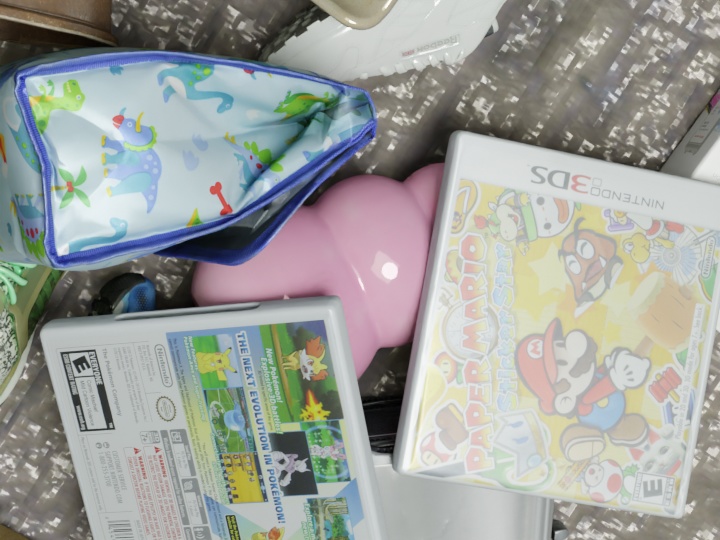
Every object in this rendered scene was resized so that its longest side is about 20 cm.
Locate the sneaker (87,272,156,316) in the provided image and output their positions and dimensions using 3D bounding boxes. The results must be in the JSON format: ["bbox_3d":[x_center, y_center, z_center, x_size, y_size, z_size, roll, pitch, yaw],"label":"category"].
[{"bbox_3d":[-0.119,0.093,1.047,0.089,0.078,0.202,-13,111,-12],"label":"sneaker"}]

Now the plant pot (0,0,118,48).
[{"bbox_3d":[-0.220,-0.236,0.915,0.198,0.200,0.200,8,93,-6],"label":"plant pot"}]

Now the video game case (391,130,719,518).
[{"bbox_3d":[0.122,0.034,0.979,0.180,0.023,0.202,10,90,-13],"label":"video game case"}]

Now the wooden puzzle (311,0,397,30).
[{"bbox_3d":[-0.009,-0.268,0.955,0.185,0.046,0.200,39,94,19],"label":"wooden puzzle"}]

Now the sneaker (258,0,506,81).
[{"bbox_3d":[0.027,-0.151,1.009,0.199,0.076,0.081,-31,111,3],"label":"sneaker"}]

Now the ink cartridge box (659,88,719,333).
[{"bbox_3d":[0.263,-0.058,1.046,0.116,0.068,0.201,34,96,-10],"label":"ink cartridge box"}]

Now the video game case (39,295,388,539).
[{"bbox_3d":[-0.081,0.116,0.974,0.181,0.022,0.202,-5,110,16],"label":"video game case"}]

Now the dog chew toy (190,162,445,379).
[{"bbox_3d":[0.000,0.000,1.012,0.199,0.125,0.125,-26,102,-8],"label":"dog chew toy"}]

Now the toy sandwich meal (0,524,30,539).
[{"bbox_3d":[-0.219,0.217,1.000,0.204,0.205,0.071,33,94,-10],"label":"toy sandwich meal"}]

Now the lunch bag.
[{"bbox_3d":[-0.112,-0.067,0.930,0.199,0.170,0.129,-15,100,-27],"label":"lunch bag"}]

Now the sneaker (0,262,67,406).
[{"bbox_3d":[-0.215,0.006,1.005,0.076,0.089,0.201,18,98,-8],"label":"sneaker"}]

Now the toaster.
[{"bbox_3d":[0.031,0.147,1.042,0.198,0.114,0.130,-6,103,-7],"label":"toaster"}]
